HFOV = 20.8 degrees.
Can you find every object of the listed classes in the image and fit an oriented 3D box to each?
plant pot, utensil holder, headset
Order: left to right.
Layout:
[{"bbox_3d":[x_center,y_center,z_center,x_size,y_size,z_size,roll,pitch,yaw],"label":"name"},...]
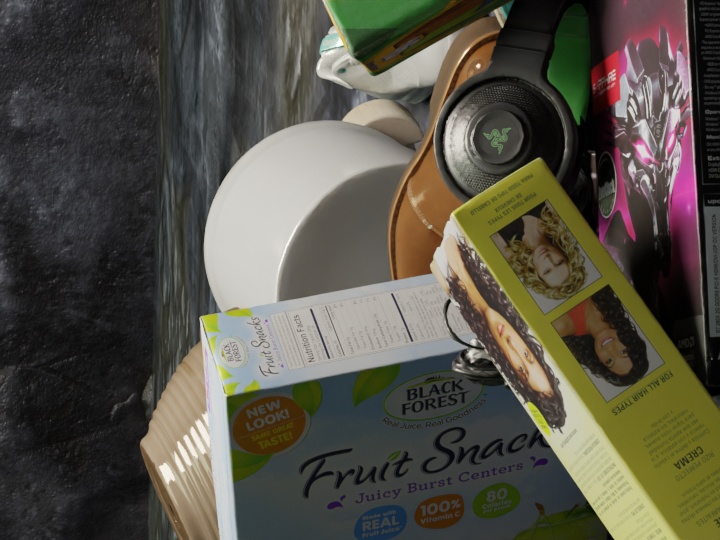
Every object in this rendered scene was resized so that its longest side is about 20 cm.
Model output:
[{"bbox_3d":[-0.074,0.133,1.211,0.202,0.092,0.201,59,167,22],"label":"plant pot"},{"bbox_3d":[0.000,0.000,1.232,0.200,0.168,0.172,-144,55,-73],"label":"utensil holder"},{"bbox_3d":[0.087,-0.038,0.911,0.124,0.093,0.201,65,-140,-61],"label":"headset"}]

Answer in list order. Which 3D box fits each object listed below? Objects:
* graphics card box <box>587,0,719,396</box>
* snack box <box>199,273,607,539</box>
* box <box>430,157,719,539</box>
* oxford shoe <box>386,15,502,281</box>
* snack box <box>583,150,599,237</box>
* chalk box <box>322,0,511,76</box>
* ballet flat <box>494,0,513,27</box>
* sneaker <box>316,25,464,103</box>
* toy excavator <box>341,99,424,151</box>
[{"bbox_3d":[0.142,-0.046,0.846,0.125,0.050,0.202,156,112,-76],"label":"graphics card box"},{"bbox_3d":[0.026,0.087,0.984,0.068,0.198,0.170,-116,20,-49],"label":"snack box"},{"bbox_3d":[0.105,0.057,0.800,0.201,0.050,0.075,55,166,13],"label":"box"},{"bbox_3d":[0.060,-0.033,1.065,0.071,0.071,0.201,-114,28,-50],"label":"oxford shoe"},{"bbox_3d":[0.112,-0.028,1.041,0.200,0.024,0.073,-159,68,-76],"label":"snack box"},{"bbox_3d":[0.060,-0.195,0.922,0.125,0.199,0.125,63,-173,2],"label":"chalk box"},{"bbox_3d":[0.101,-0.217,1.021,0.069,0.069,0.202,-145,57,-75],"label":"ballet flat"},{"bbox_3d":[0.018,-0.154,1.316,0.200,0.088,0.076,135,134,-73],"label":"sneaker"},{"bbox_3d":[0.004,0.004,1.390,0.195,0.200,0.100,46,-174,-25],"label":"toy excavator"}]
